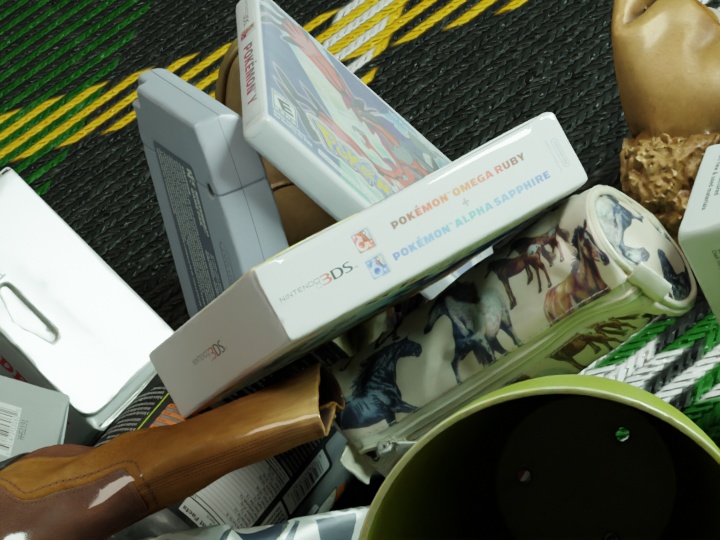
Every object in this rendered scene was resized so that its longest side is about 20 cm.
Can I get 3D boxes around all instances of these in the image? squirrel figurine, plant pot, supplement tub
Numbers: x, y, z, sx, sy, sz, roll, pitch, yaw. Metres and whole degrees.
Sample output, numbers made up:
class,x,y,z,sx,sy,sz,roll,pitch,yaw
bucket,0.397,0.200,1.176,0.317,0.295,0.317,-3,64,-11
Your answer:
class,x,y,z,sx,sy,sz,roll,pitch,yaw
squirrel figurine,0.243,-0.092,1.685,0.186,0.142,0.201,-5,49,22
plant pot,0.099,0.125,1.395,0.186,0.188,0.200,-24,6,10
supplement tub,-0.087,0.121,1.619,0.122,0.123,0.200,0,39,44

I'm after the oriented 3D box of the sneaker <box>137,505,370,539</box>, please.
class,x,y,z,sx,sy,sz,roll,pitch,yaw
sneaker,-0.035,0.190,1.514,0.198,0.130,0.079,-2,-9,-45

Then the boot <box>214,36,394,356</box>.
class,x,y,z,sx,sy,sz,roll,pitch,yaw
boot,-0.029,-0.038,1.800,0.066,0.176,0.200,-11,21,-13

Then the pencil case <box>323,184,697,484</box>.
class,x,y,z,sx,sy,sz,roll,pitch,yaw
pencil case,0.074,0.035,1.501,0.200,0.078,0.090,-35,30,26

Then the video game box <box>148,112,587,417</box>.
class,x,y,z,sx,sy,sz,roll,pitch,yaw
video game box,0.000,0.000,1.520,0.182,0.047,0.200,-26,-4,-22

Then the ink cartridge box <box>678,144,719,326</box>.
class,x,y,z,sx,sy,sz,roll,pitch,yaw
ink cartridge box,0.276,-0.005,1.456,0.199,0.147,0.083,-13,30,27

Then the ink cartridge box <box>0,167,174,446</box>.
class,x,y,z,sx,sy,sz,roll,pitch,yaw
ink cartridge box,-0.202,0.051,1.735,0.083,0.145,0.200,-45,-2,-32

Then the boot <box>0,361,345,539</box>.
class,x,y,z,sx,sy,sz,roll,pitch,yaw
boot,-0.105,0.111,1.433,0.199,0.069,0.188,-18,4,11

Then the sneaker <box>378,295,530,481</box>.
class,x,y,z,sx,sy,sz,roll,pitch,yaw
sneaker,0.086,0.077,1.587,0.081,0.074,0.200,-59,38,12

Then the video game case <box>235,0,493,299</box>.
class,x,y,z,sx,sy,sz,roll,pitch,yaw
video game case,0.006,-0.063,1.760,0.023,0.200,0.183,-42,23,18

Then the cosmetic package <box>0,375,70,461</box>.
class,x,y,z,sx,sy,sz,roll,pitch,yaw
cosmetic package,-0.231,0.160,1.623,0.107,0.090,0.201,-87,17,-57

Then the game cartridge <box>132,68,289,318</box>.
class,x,y,z,sx,sy,sz,roll,pitch,yaw
game cartridge,-0.077,-0.011,1.752,0.041,0.201,0.133,-23,25,-21
